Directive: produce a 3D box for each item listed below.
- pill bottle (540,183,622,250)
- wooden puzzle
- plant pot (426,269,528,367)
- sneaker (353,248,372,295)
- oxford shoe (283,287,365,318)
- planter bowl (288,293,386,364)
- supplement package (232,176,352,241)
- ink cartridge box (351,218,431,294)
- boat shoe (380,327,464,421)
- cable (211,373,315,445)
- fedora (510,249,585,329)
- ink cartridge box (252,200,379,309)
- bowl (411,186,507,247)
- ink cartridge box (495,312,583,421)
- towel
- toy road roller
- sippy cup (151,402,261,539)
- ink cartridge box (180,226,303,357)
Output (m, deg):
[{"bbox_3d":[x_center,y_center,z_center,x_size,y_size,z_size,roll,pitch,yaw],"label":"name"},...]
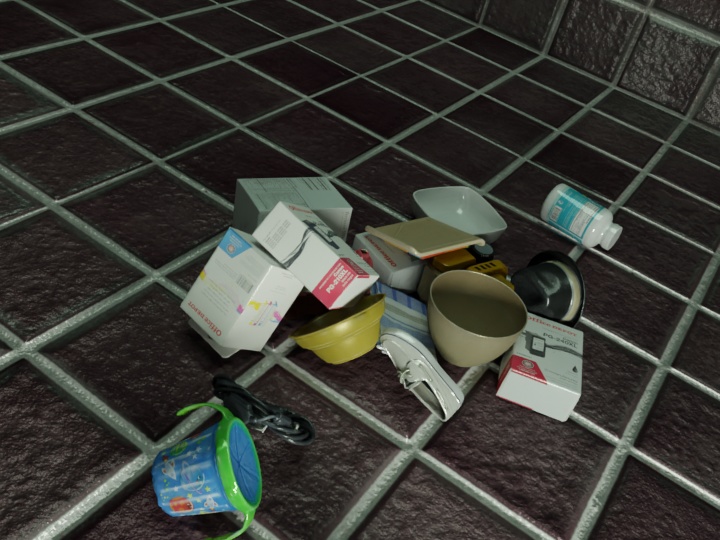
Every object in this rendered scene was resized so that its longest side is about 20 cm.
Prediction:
[{"bbox_3d":[0.580,-0.135,2.038,0.200,0.111,0.111,37,41,24],"label":"pill bottle"},{"bbox_3d":[0.137,-0.068,1.670,0.199,0.037,0.185,-8,23,-33],"label":"wooden puzzle"},{"bbox_3d":[0.216,0.114,1.553,0.199,0.135,0.201,11,36,-8],"label":"plant pot"},{"bbox_3d":[0.000,0.000,1.571,0.073,0.087,0.200,19,-1,-2],"label":"sneaker"},{"bbox_3d":[-0.084,0.053,1.574,0.199,0.071,0.075,4,28,-25],"label":"oxford shoe"},{"bbox_3d":[-0.028,0.120,1.459,0.200,0.200,0.084,-29,98,-44],"label":"planter bowl"},{"bbox_3d":[-0.148,-0.075,1.598,0.199,0.192,0.147,-5,33,-27],"label":"supplement package"},{"bbox_3d":[0.094,-0.027,1.731,0.199,0.085,0.145,-17,48,-35],"label":"ink cartridge box"},{"bbox_3d":[0.103,0.193,1.433,0.200,0.072,0.066,49,51,-5],"label":"boat shoe"},{"bbox_3d":[-0.158,0.224,1.271,0.163,0.051,0.200,28,-6,-42],"label":"cable"},{"bbox_3d":[0.383,0.047,1.657,0.091,0.201,0.201,0,39,-26],"label":"fedora"},{"bbox_3d":[-0.079,-0.028,1.410,0.200,0.084,0.145,43,11,13],"label":"ink cartridge box"},{"bbox_3d":[0.233,-0.123,1.920,0.199,0.075,0.200,-8,44,-30],"label":"bowl"},{"bbox_3d":[0.362,0.184,1.560,0.145,0.084,0.200,20,37,4],"label":"ink cartridge box"},{"bbox_3d":[0.088,0.110,1.568,0.146,0.024,0.201,25,33,-22],"label":"towel"},{"bbox_3d":[0.237,0.032,1.677,0.199,0.123,0.146,-14,46,-34],"label":"toy road roller"},{"bbox_3d":[-0.228,0.296,1.138,0.130,0.140,0.178,-16,44,6],"label":"sippy cup"},{"bbox_3d":[-0.218,0.048,1.426,0.128,0.200,0.125,39,10,29],"label":"ink cartridge box"}]
